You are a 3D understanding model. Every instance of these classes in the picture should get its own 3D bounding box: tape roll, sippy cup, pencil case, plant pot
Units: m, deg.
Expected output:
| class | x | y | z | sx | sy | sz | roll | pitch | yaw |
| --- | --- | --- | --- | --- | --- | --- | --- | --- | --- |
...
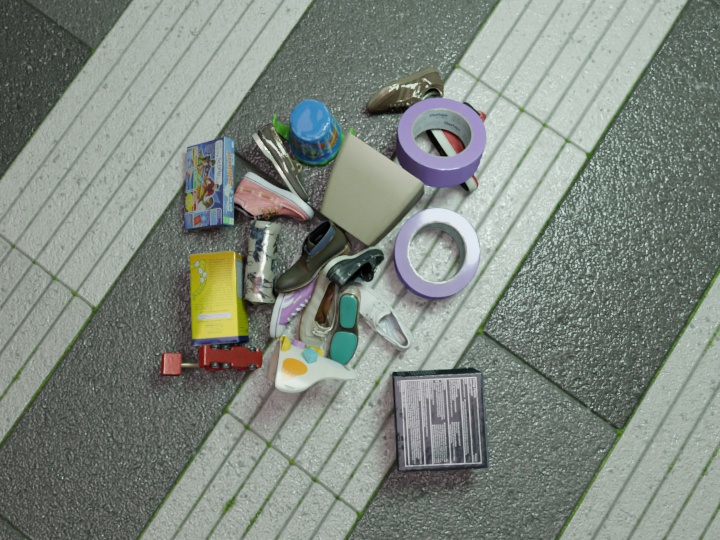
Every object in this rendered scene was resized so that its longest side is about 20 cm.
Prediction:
| class | x | y | z | sx | sy | sz | roll | pitch | yaw |
| --- | --- | --- | --- | --- | --- | --- | --- | --- | --- |
| tape roll | 0.178 | -0.287 | 1.240 | 0.195 | 0.066 | 0.204 | 1 | 63 | -1 |
| sippy cup | -0.112 | -0.331 | 1.305 | 0.175 | 0.130 | 0.142 | -25 | 83 | -1 |
| pencil case | -0.227 | -0.020 | 1.292 | 0.076 | 0.089 | 0.205 | 0 | 79 | 11 |
| tape roll | 0.174 | -0.037 | 1.288 | 0.195 | 0.085 | 0.205 | 0 | 84 | 2 |
| plant pot | 0.017 | -0.166 | 1.260 | 0.198 | 0.200 | 0.179 | 34 | 95 | 5 |

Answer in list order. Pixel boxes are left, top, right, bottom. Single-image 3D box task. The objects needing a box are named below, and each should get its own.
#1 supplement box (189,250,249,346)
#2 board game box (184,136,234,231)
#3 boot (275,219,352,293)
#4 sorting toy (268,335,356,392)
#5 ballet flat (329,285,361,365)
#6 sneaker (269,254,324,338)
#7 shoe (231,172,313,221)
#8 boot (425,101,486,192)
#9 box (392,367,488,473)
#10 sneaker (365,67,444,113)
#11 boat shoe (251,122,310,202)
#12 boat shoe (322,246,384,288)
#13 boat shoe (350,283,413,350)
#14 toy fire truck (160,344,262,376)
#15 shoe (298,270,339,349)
| class | x | y | z | sx | sy | sz | roll | pitch | yaw |
| --- | --- | --- | --- | --- | --- | --- | --- | --- | --- |
| supplement box | -0.323 | 0.067 | 1.277 | 0.107 | 0.109 | 0.205 | -4 | 83 | 1 |
| board game box | -0.357 | -0.201 | 1.313 | 0.133 | 0.034 | 0.205 | -4 | 84 | 32 |
| boot | -0.119 | -0.034 | 1.224 | 0.198 | 0.097 | 0.075 | -35 | 50 | -2 |
| sorting toy | -0.103 | 0.214 | 1.224 | 0.176 | 0.200 | 0.109 | 13 | 82 | -13 |
| ballet flat | -0.029 | 0.125 | 1.275 | 0.066 | 0.068 | 0.204 | 14 | 118 | 1 |
| sneaker | -0.135 | 0.075 | 1.291 | 0.112 | 0.073 | 0.204 | 21 | 84 | 1 |
| shoe | -0.212 | -0.148 | 1.311 | 0.197 | 0.072 | 0.092 | 29 | 72 | 10 |
| boot | 0.262 | -0.299 | 1.324 | 0.142 | 0.072 | 0.203 | -28 | 80 | -3 |
| box | 0.171 | 0.326 | 1.227 | 0.193 | 0.123 | 0.205 | -2 | 85 | 2 |
| sneaker | 0.110 | -0.417 | 1.339 | 0.197 | 0.070 | 0.077 | -27 | 84 | -1 |
| boat shoe | -0.174 | -0.248 | 1.304 | 0.059 | 0.072 | 0.202 | -37 | 108 | -5 |
| boat shoe | 0.001 | -0.002 | 1.243 | 0.066 | 0.198 | 0.075 | 48 | 120 | 20 |
| boat shoe | 0.047 | 0.104 | 1.282 | 0.199 | 0.069 | 0.071 | 42 | 88 | 6 |
| toy fire truck | -0.338 | 0.208 | 1.264 | 0.197 | 0.140 | 0.050 | 10 | 66 | -37 |
| shoe | -0.093 | 0.100 | 1.262 | 0.069 | 0.053 | 0.204 | 7 | 107 | -29 |
